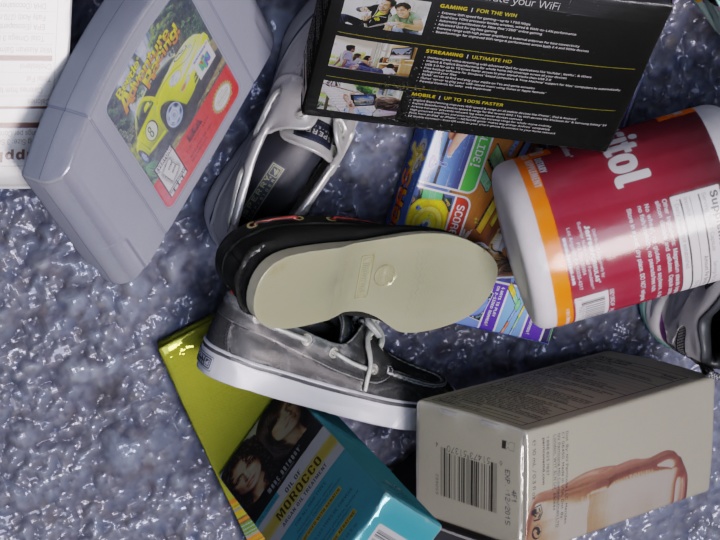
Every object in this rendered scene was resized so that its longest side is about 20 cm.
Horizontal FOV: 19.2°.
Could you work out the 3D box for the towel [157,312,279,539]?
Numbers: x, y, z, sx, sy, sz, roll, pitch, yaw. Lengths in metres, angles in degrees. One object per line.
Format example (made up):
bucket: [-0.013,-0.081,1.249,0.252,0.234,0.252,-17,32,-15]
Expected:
towel: [-0.066,0.115,1.462,0.086,0.018,0.201,-28,115,-12]

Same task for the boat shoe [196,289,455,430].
boat shoe: [-0.013,0.055,1.421,0.198,0.074,0.069,16,103,-25]

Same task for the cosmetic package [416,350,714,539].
cosmetic package: [0.139,0.119,1.430,0.199,0.103,0.088,-11,106,-42]

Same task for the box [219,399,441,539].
box: [-0.023,0.148,1.367,0.049,0.200,0.083,34,92,-27]

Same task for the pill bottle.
pill bottle: [0.193,-0.041,1.374,0.198,0.113,0.114,-16,114,-2]

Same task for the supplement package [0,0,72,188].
supplement package: [-0.235,-0.160,1.247,0.116,0.117,0.202,-1,111,-19]

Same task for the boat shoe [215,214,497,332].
boat shoe: [0.001,-0.003,1.367,0.200,0.063,0.074,-1,117,-35]

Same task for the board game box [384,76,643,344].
board game box: [0.096,-0.058,1.434,0.134,0.034,0.201,13,107,-21]

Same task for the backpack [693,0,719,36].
backpack: [0.317,-0.189,1.388,0.176,0.153,0.200,-43,107,4]

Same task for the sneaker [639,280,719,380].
sneaker: [0.275,-0.018,1.446,0.077,0.140,0.201,16,105,-22]

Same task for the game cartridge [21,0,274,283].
game cartridge: [-0.125,-0.107,1.273,0.201,0.041,0.133,-62,146,-21]

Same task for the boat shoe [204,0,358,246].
boat shoe: [-0.032,-0.091,1.365,0.073,0.065,0.201,21,103,-23]

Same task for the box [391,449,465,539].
box: [0.054,0.250,1.504,0.141,0.079,0.201,-38,118,-8]

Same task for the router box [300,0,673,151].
router box: [0.073,-0.143,1.274,0.198,0.051,0.150,7,147,-8]
